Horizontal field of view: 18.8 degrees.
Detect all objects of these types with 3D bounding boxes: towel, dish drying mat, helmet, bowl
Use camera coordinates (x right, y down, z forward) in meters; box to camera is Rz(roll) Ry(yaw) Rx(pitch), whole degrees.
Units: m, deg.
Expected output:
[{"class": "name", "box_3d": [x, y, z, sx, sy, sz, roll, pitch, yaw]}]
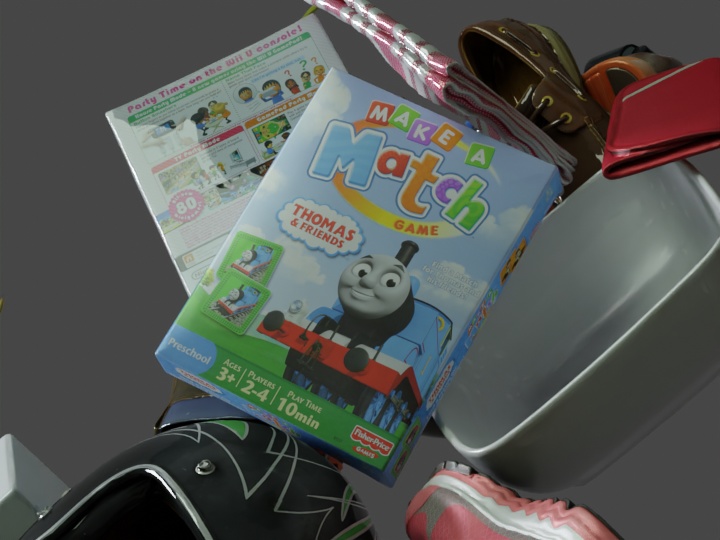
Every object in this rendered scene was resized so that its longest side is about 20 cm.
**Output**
[{"class": "towel", "box_3d": [0.033, -0.123, 1.318, 0.030, 0.146, 0.200, -53, 47, 3]}, {"class": "dish drying mat", "box_3d": [0.180, -0.092, 1.269, 0.077, 0.018, 0.200, -16, 12, 13]}, {"class": "helmet", "box_3d": [-0.079, 0.173, 1.179, 0.191, 0.200, 0.200, -27, 23, 11]}, {"class": "bowl", "box_3d": [0.133, 0.033, 1.215, 0.200, 0.075, 0.200, -42, 21, 7]}]

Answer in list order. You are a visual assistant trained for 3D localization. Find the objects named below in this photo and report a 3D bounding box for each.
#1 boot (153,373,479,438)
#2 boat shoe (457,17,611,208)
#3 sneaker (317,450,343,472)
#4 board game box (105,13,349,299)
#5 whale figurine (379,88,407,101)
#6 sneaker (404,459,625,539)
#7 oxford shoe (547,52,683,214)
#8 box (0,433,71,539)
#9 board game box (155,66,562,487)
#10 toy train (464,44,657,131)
[{"class": "boot", "box_3d": [-0.028, 0.091, 1.321, 0.200, 0.075, 0.097, 11, 46, 23]}, {"class": "boat shoe", "box_3d": [0.121, -0.086, 1.376, 0.072, 0.068, 0.200, -53, 48, 27]}, {"class": "sneaker", "box_3d": [-0.043, 0.125, 1.379, 0.078, 0.075, 0.200, -44, 21, -8]}, {"class": "board game box", "box_3d": [-0.049, -0.040, 1.314, 0.147, 0.064, 0.200, -25, 59, -2]}, {"class": "whale figurine", "box_3d": [-0.015, -0.019, 1.405, 0.159, 0.104, 0.200, -136, 52, -75]}, {"class": "sneaker", "box_3d": [0.064, 0.155, 1.106, 0.087, 0.074, 0.200, -51, 21, -15]}, {"class": "oxford shoe", "box_3d": [0.140, -0.084, 1.474, 0.200, 0.071, 0.073, -30, -3, 40]}, {"class": "box", "box_3d": [-0.248, 0.238, 1.430, 0.200, 0.152, 0.106, -42, 19, 3]}, {"class": "board game box", "box_3d": [0.000, 0.000, 1.223, 0.200, 0.151, 0.037, -59, -20, -16]}, {"class": "toy train", "box_3d": [0.140, -0.121, 1.547, 0.200, 0.046, 0.034, -18, 32, 51]}]
